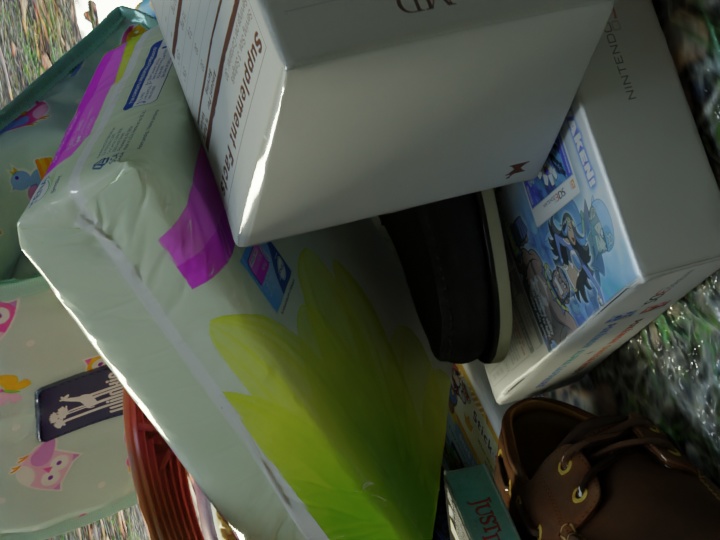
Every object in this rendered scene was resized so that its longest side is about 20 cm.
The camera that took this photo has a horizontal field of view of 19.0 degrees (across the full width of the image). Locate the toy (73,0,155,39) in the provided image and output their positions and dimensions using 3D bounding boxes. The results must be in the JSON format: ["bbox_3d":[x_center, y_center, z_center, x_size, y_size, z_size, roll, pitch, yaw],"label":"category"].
[{"bbox_3d":[-0.063,-0.082,1.027,0.199,0.047,0.115,20,144,20],"label":"toy"}]

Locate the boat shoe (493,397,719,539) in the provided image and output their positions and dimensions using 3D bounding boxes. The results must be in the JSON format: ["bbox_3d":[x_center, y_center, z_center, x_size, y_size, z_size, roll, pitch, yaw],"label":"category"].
[{"bbox_3d":[0.093,0.090,0.807,0.200,0.072,0.068,-164,59,-75],"label":"boat shoe"}]

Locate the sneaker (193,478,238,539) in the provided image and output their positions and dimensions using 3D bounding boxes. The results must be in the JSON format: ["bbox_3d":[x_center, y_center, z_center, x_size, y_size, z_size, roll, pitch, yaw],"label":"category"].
[{"bbox_3d":[-0.044,0.138,0.987,0.090,0.075,0.201,-13,87,63],"label":"sneaker"}]

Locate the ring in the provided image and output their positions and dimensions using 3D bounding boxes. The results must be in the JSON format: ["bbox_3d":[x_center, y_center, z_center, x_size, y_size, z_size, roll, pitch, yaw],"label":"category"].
[{"bbox_3d":[-0.031,0.103,0.862,0.201,0.019,0.201,53,-159,-30],"label":"ring"}]

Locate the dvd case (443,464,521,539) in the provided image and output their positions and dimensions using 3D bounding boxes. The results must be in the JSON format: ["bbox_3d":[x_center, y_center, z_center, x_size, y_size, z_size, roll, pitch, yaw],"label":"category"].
[{"bbox_3d":[0.070,0.194,0.834,0.146,0.022,0.201,-114,13,-53],"label":"dvd case"}]

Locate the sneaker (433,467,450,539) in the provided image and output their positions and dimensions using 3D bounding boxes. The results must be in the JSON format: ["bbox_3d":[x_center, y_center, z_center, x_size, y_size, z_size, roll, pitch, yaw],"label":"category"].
[{"bbox_3d":[0.032,0.117,0.984,0.200,0.070,0.078,63,148,36],"label":"sneaker"}]

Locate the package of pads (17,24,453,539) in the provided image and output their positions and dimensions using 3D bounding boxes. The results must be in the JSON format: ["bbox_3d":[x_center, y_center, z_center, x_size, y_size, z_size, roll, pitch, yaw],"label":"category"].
[{"bbox_3d":[-0.039,0.011,0.825,0.200,0.068,0.155,57,-158,-23],"label":"package of pads"}]

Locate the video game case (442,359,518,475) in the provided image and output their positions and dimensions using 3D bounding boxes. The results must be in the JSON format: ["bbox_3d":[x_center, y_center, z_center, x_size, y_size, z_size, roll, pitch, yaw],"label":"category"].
[{"bbox_3d":[0.073,0.144,1.009,0.182,0.023,0.200,96,156,-50],"label":"video game case"}]

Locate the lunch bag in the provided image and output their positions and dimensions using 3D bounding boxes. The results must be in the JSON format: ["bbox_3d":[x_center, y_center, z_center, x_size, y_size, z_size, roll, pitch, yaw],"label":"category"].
[{"bbox_3d":[-0.119,0.010,0.958,0.122,0.200,0.171,22,136,15],"label":"lunch bag"}]

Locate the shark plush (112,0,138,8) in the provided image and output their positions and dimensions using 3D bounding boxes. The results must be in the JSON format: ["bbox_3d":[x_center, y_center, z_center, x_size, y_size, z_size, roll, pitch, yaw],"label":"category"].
[{"bbox_3d":[-0.093,-0.153,1.078,0.199,0.083,0.091,22,126,24],"label":"shark plush"}]

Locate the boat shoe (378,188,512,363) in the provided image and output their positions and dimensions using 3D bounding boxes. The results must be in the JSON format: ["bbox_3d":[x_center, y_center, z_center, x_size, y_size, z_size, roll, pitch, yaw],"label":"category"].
[{"bbox_3d":[0.007,-0.055,0.834,0.074,0.063,0.202,139,115,-71],"label":"boat shoe"}]

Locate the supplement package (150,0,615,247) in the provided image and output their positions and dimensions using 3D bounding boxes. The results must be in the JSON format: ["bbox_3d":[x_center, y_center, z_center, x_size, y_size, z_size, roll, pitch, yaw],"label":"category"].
[{"bbox_3d":[-0.012,-0.129,0.741,0.117,0.117,0.201,110,142,-60],"label":"supplement package"}]

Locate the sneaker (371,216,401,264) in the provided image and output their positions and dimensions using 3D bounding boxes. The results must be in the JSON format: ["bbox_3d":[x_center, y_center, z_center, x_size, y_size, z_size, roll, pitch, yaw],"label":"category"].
[{"bbox_3d":[0.000,0.000,0.993,0.200,0.081,0.075,117,162,-71],"label":"sneaker"}]

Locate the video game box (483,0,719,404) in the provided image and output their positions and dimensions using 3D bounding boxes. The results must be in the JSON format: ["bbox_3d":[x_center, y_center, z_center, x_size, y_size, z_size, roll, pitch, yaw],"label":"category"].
[{"bbox_3d":[0.063,-0.067,0.821,0.182,0.047,0.201,123,131,-71],"label":"video game box"}]
